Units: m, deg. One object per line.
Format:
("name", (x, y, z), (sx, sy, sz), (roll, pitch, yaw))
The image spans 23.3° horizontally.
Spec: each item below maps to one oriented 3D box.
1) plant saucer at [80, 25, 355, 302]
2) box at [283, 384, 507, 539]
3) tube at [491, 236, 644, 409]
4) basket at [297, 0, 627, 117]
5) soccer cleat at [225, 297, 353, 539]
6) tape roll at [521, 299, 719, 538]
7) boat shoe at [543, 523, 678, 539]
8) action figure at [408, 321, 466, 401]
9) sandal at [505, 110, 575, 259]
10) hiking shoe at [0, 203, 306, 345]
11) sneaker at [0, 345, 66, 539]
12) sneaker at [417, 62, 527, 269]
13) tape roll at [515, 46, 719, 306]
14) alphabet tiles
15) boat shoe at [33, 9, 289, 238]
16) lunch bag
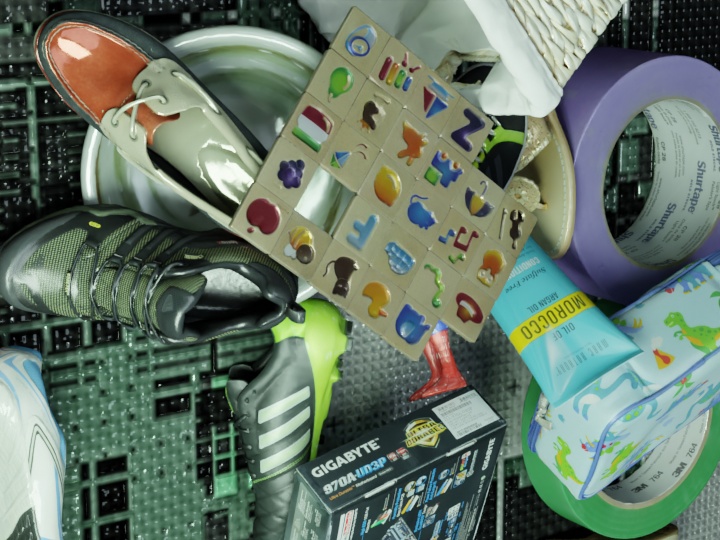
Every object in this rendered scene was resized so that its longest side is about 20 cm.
("plant saucer", (-0.087, -0.068, 1.173), (0.200, 0.050, 0.200), (-3, 108, -8))
("box", (0.018, 0.189, 1.277), (0.159, 0.046, 0.200), (-23, 144, -29))
("tube", (0.115, 0.009, 1.270), (0.077, 0.200, 0.050), (-33, 151, -8))
("basket", (0.057, -0.229, 1.174), (0.161, 0.198, 0.200), (-52, 123, -19))
("soccer cleat", (-0.062, 0.111, 1.256), (0.081, 0.068, 0.200), (11, 105, -5))
("tape roll", (0.225, 0.121, 1.460), (0.200, 0.048, 0.201), (-9, 106, -33))
("boat shoe", (0.190, 0.259, 1.454), (0.200, 0.071, 0.065), (-9, 105, -34))
("action figure", (0.000, 0.000, 1.253), (0.099, 0.065, 0.200), (-14, 84, -15))
("sandal", (0.107, -0.113, 1.302), (0.070, 0.078, 0.212), (-1, 87, -33))
("hiking shoe", (-0.134, 0.004, 1.110), (0.200, 0.101, 0.076), (0, 106, -9))
("sneaker", (-0.219, 0.144, 1.149), (0.072, 0.072, 0.200), (-38, 131, -53))
("sneaker", (0.070, -0.064, 1.206), (0.072, 0.083, 0.200), (25, 70, -2))
("tape roll", (0.214, -0.075, 1.385), (0.200, 0.085, 0.200), (-8, 105, -33))
("alphabet tiles", (0.028, -0.046, 1.134), (0.200, 0.008, 0.167), (37, 73, -29))
("boat shoe", (-0.122, -0.090, 1.101), (0.200, 0.063, 0.071), (41, 99, -13))
("lunch bag", (0.223, 0.080, 1.334), (0.200, 0.082, 0.161), (-32, 155, -22))
